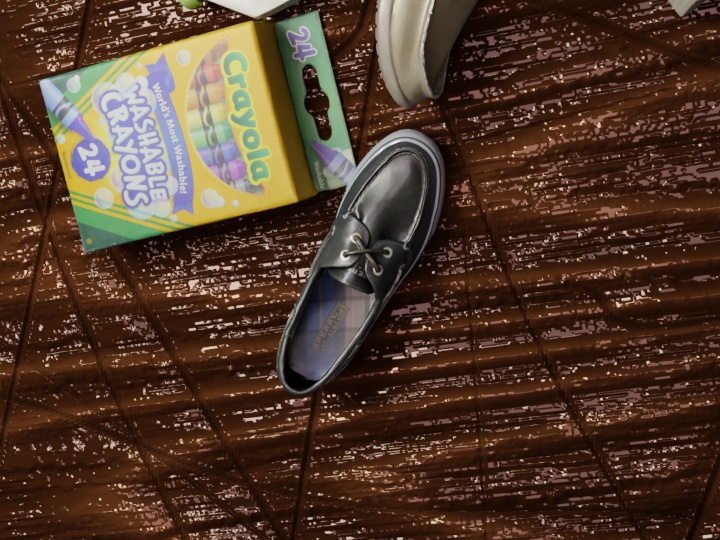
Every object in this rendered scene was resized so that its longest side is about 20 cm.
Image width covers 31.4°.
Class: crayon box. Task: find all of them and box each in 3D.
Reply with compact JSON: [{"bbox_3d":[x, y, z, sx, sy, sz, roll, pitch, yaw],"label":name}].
[{"bbox_3d":[-0.113,-0.096,0.895,0.199,0.052,0.126,-13,96,16],"label":"crayon box"}]

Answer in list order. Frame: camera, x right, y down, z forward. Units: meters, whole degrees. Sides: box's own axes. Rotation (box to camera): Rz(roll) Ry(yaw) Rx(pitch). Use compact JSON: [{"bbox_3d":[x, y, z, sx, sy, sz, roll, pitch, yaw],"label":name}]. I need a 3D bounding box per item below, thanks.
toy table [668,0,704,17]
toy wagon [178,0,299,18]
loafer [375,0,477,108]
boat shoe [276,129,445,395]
[{"bbox_3d":[0.242,-0.202,0.725,0.117,0.184,0.200,-37,76,2],"label":"toy table"},{"bbox_3d":[-0.081,-0.277,0.862,0.155,0.040,0.201,-23,92,17],"label":"toy wagon"},{"bbox_3d":[0.060,-0.200,0.817,0.068,0.076,0.201,15,102,18],"label":"loafer"},{"bbox_3d":[0.000,0.000,0.874,0.068,0.057,0.201,26,107,0],"label":"boat shoe"}]
